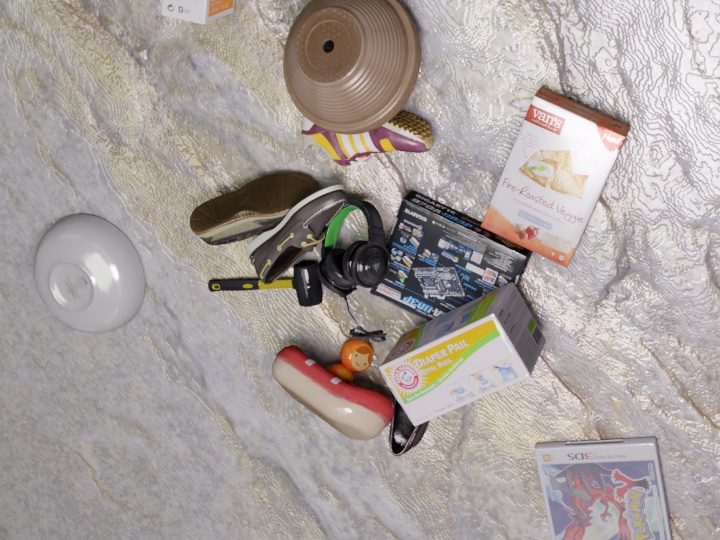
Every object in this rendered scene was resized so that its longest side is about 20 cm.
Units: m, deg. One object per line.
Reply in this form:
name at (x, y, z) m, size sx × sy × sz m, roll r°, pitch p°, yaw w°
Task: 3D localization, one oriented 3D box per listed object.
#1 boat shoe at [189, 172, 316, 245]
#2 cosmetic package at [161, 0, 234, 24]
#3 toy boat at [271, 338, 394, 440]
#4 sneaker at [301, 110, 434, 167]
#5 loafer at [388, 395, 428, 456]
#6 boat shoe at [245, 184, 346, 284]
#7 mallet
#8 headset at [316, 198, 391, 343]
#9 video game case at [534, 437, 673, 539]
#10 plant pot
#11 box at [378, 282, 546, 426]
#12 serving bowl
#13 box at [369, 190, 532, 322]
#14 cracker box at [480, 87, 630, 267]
boat shoe at (-0.154, -0.089, 1.778) m, size 0.197 × 0.065 × 0.074 m, roll -14°, pitch 60°, yaw 11°
cosmetic package at (-0.215, -0.451, 1.641) m, size 0.070 × 0.101 × 0.203 m, roll 14°, pitch 115°, yaw 15°
toy boat at (-0.027, 0.161, 1.799) m, size 0.199 × 0.131 × 0.131 m, roll 32°, pitch 78°, yaw 27°
sneaker at (0.010, -0.183, 1.674) m, size 0.198 × 0.075 × 0.091 m, roll 21°, pitch 114°, yaw 22°
loafer at (0.082, 0.188, 1.791) m, size 0.071 × 0.063 × 0.203 m, roll 17°, pitch 115°, yaw 14°
boat shoe at (-0.085, -0.052, 1.740) m, size 0.200 × 0.071 × 0.061 m, roll -37°, pitch 70°, yaw 34°
mallet at (-0.145, 0.031, 1.837) m, size 0.197 × 0.041 × 0.067 m, roll -10°, pitch 103°, yaw 28°
headset at (0.000, 0.000, 1.719) m, size 0.123 × 0.093 × 0.204 m, roll -18°, pitch 68°, yaw 51°
video game case at (0.360, 0.345, 1.766) m, size 0.179 × 0.023 × 0.203 m, roll -6°, pitch 108°, yaw 23°
plant pot at (-0.025, -0.288, 1.596) m, size 0.198 × 0.092 × 0.205 m, roll -1°, pitch 88°, yaw 22°
box at (0.141, 0.117, 1.663) m, size 0.198 × 0.113 × 0.102 m, roll -27°, pitch 101°, yaw 30°
serving bowl at (-0.448, 0.015, 1.929) m, size 0.197 × 0.066 × 0.203 m, roll 7°, pitch 112°, yaw 18°
box at (0.128, 0.000, 1.711) m, size 0.198 × 0.046 × 0.161 m, roll 25°, pitch 117°, yaw 11°
cracker box at (0.260, -0.124, 1.606) m, size 0.132 × 0.058 × 0.202 m, roll 25°, pitch 116°, yaw 10°
